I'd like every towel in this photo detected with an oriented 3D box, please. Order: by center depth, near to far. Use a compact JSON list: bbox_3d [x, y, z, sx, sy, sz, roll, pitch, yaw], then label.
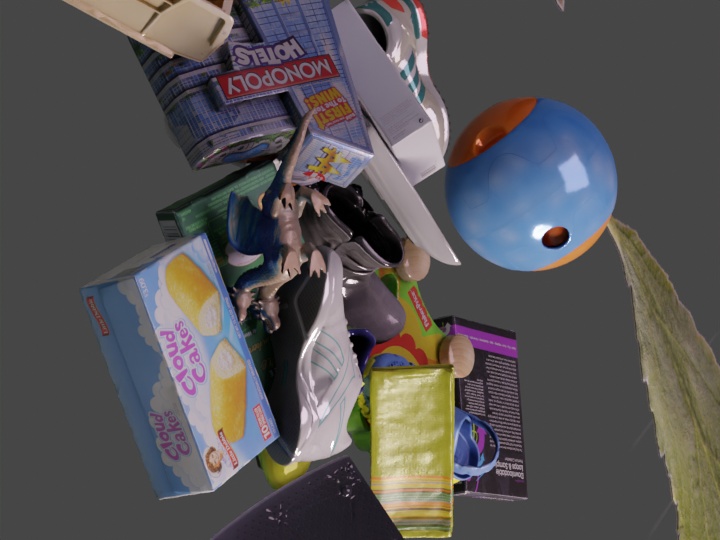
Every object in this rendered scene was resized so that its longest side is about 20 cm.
[{"bbox_3d":[0.052,0.184,1.709,0.018,0.086,0.201,-102,-170,-62],"label":"towel"}]

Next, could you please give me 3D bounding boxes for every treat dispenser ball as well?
[{"bbox_3d":[0.196,-0.099,1.977,0.201,0.200,0.202,25,60,-52],"label":"treat dispenser ball"}]

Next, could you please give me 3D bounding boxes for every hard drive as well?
[{"bbox_3d":[-0.052,0.265,1.550,0.200,0.042,0.135,-29,81,-42],"label":"hard drive"}]

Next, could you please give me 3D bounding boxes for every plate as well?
[{"bbox_3d":[0.016,-0.108,1.776,0.200,0.032,0.200,54,1,-33],"label":"plate"}]

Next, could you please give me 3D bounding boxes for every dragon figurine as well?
[{"bbox_3d":[-0.081,-0.043,1.515,0.059,0.099,0.201,-4,93,-44],"label":"dragon figurine"}]

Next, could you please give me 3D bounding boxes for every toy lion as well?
[{"bbox_3d":[0.031,0.092,1.798,0.192,0.068,0.201,-46,118,-45],"label":"toy lion"}]

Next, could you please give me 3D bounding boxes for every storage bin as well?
[{"bbox_3d":[-0.185,-0.314,1.493,0.198,0.094,0.201,26,55,-26],"label":"storage bin"}]

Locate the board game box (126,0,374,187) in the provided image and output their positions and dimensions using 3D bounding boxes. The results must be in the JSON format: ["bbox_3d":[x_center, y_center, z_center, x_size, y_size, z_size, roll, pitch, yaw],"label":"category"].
[{"bbox_3d":[-0.083,-0.165,1.572,0.199,0.062,0.201,-16,71,-37],"label":"board game box"}]

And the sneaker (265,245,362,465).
[{"bbox_3d":[-0.039,0.077,1.567,0.080,0.070,0.201,3,96,-40],"label":"sneaker"}]

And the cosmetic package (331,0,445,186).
[{"bbox_3d":[0.020,-0.176,1.740,0.151,0.052,0.200,59,1,11],"label":"cosmetic package"}]

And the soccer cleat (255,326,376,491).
[{"bbox_3d":[-0.041,0.126,1.641,0.065,0.083,0.201,56,38,-31],"label":"soccer cleat"}]

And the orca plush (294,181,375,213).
[{"bbox_3d":[-0.029,-0.091,1.741,0.200,0.071,0.105,56,38,-31],"label":"orca plush"}]

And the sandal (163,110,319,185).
[{"bbox_3d":[-0.089,-0.131,1.628,0.206,0.059,0.080,5,73,-40],"label":"sandal"}]

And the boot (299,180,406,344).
[{"bbox_3d":[0.000,0.000,1.669,0.200,0.131,0.070,40,59,-27],"label":"boot"}]

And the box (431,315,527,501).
[{"bbox_3d":[0.137,0.161,1.957,0.143,0.036,0.201,16,65,-54],"label":"box"}]

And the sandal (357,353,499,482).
[{"bbox_3d":[0.075,0.150,1.743,0.200,0.087,0.080,41,63,-35],"label":"sandal"}]

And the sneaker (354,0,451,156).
[{"bbox_3d":[0.036,-0.207,1.903,0.093,0.070,0.201,-11,92,-40],"label":"sneaker"}]

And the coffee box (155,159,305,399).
[{"bbox_3d":[-0.100,0.014,1.586,0.123,0.044,0.201,-31,106,-32],"label":"coffee box"}]

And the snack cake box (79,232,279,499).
[{"bbox_3d":[-0.156,0.082,1.491,0.115,0.067,0.201,-38,112,-56],"label":"snack cake box"}]
